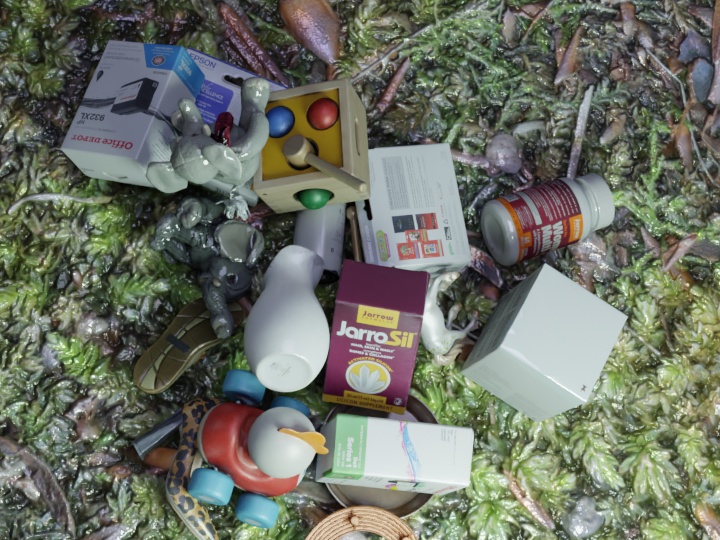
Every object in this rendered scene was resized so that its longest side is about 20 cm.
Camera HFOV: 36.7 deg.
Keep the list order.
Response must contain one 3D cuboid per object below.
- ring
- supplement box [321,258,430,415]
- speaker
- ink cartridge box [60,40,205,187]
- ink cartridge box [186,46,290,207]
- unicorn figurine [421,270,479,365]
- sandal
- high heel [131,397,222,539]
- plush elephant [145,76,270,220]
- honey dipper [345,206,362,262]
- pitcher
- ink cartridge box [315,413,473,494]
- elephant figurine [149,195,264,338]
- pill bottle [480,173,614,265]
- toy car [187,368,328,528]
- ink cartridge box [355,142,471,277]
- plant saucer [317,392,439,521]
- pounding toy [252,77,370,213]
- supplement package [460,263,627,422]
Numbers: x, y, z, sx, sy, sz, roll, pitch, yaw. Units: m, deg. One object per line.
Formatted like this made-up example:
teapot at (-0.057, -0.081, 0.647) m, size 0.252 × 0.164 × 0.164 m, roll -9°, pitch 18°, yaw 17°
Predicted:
ring at (0.002, 0.443, 1.570) m, size 0.198 × 0.019 × 0.203 m, roll 1°, pitch 84°, yaw -10°
supplement box at (0.022, 0.098, 1.582) m, size 0.130 × 0.201 × 0.104 m, roll 9°, pitch 38°, yaw 2°
speaker at (-0.061, -0.087, 1.701) m, size 0.080 × 0.081 × 0.202 m, roll 8°, pitch 73°, yaw -9°
ink cartridge box at (-0.345, -0.241, 1.657) m, size 0.144 × 0.084 × 0.202 m, roll 10°, pitch 69°, yaw 23°
ink cartridge box at (-0.222, -0.229, 1.731) m, size 0.196 × 0.047 × 0.201 m, roll 22°, pitch 69°, yaw -3°
unicorn figurine at (0.101, 0.062, 1.667) m, size 0.137 × 0.074 × 0.201 m, roll -39°, pitch 100°, yaw -22°
sandal at (-0.256, 0.111, 1.614) m, size 0.080 × 0.054 × 0.200 m, roll 37°, pitch 64°, yaw 16°
high heel at (-0.219, 0.285, 1.562) m, size 0.142 × 0.071 × 0.201 m, roll -33°, pitch 76°, yaw -16°
plush elephant at (-0.217, -0.176, 1.533) m, size 0.163 × 0.155 × 0.202 m, roll -12°, pitch 80°, yaw 20°
honey dipper at (0.000, 0.000, 1.689) m, size 0.038 × 0.038 × 0.202 m, roll -5°, pitch 87°, yaw -13°
pitcher at (-0.118, 0.087, 1.566) m, size 0.121 × 0.172 × 0.201 m, roll 25°, pitch 37°, yaw -22°
ink cartridge box at (0.046, 0.264, 1.549) m, size 0.198 × 0.145 × 0.085 m, roll 8°, pitch 73°, yaw -10°
elephant figurine at (-0.208, -0.010, 1.624) m, size 0.200 × 0.142 × 0.155 m, roll 44°, pitch 85°, yaw 10°
pill bottle at (0.304, -0.087, 1.762) m, size 0.198 × 0.110 × 0.110 m, roll -18°, pitch 78°, yaw -16°
toy car at (-0.110, 0.247, 1.505) m, size 0.177 × 0.199 × 0.186 m, roll 36°, pitch 60°, yaw -34°
ink cartridge box at (0.067, -0.091, 1.724) m, size 0.174 × 0.084 × 0.202 m, roll -4°, pitch 74°, yaw -16°
plant saucer at (0.031, 0.275, 1.637) m, size 0.198 × 0.035 × 0.202 m, roll 3°, pitch 74°, yaw -10°
pounding toy at (-0.066, -0.173, 1.610) m, size 0.182 × 0.142 × 0.202 m, roll -8°, pitch 71°, yaw 14°
supplement package at (0.274, 0.115, 1.647) m, size 0.151 × 0.200 × 0.151 m, roll 32°, pitch 70°, yaw -1°
